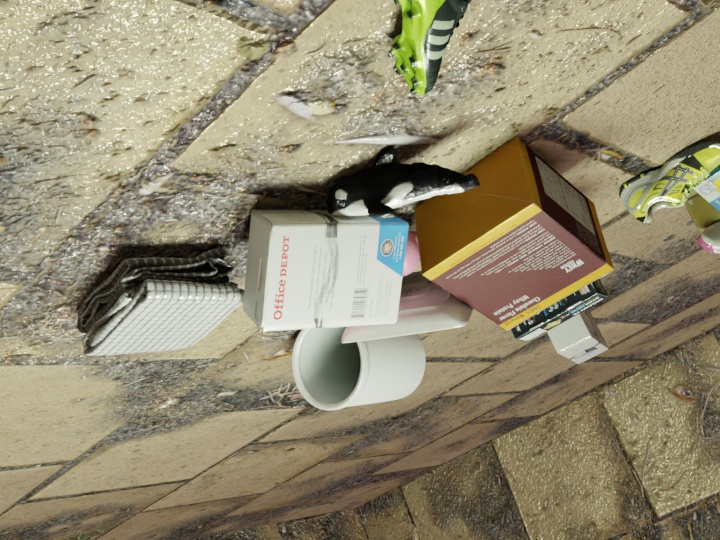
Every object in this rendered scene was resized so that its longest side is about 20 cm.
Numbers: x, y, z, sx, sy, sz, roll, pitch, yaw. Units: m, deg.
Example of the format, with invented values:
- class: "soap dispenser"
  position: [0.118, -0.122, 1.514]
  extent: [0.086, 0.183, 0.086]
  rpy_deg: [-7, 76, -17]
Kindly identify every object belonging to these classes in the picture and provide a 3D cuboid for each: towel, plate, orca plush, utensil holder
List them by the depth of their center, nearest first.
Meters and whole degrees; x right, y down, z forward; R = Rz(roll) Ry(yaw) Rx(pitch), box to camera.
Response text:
- class: "orca plush"
  position: [0.048, -0.119, 1.162]
  extent: [0.200, 0.071, 0.105]
  rpy_deg: [-1, -149, 25]
- class: "towel"
  position: [-0.278, 0.043, 1.249]
  extent: [0.166, 0.086, 0.200]
  rpy_deg: [1, 152, -40]
- class: "plate"
  position: [0.083, 0.043, 1.412]
  extent: [0.200, 0.032, 0.200]
  rpy_deg: [-9, -160, 21]
- class: "utensil holder"
  position: [0.001, 0.166, 1.686]
  extent: [0.170, 0.170, 0.200]
  rpy_deg: [-35, 158, 32]

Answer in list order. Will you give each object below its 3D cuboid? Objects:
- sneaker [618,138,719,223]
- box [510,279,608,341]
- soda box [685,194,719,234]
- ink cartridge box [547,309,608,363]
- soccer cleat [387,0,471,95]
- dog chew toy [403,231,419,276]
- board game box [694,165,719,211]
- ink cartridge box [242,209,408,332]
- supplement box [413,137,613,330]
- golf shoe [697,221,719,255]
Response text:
- class: "sneaker"
  position: [0.543, -0.150, 1.539]
  extent: [0.200, 0.076, 0.075]
  rpy_deg: [-33, 154, 26]
- class: "box"
  position: [0.284, -0.009, 1.472]
  extent: [0.159, 0.200, 0.046]
  rpy_deg: [-34, 154, 29]
- class: "soda box"
  position: [0.731, -0.144, 1.742]
  extent: [0.200, 0.064, 0.068]
  rpy_deg: [-28, 158, 17]
- class: "ink cartridge box"
  position: [0.461, 0.116, 2.005]
  extent: [0.086, 0.147, 0.200]
  rpy_deg: [-30, 157, 18]
- class: "soccer cleat"
  position: [0.073, -0.245, 0.905]
  extent: [0.081, 0.068, 0.200]
  rpy_deg: [-30, 160, -11]
- class: "dog chew toy"
  position: [0.000, 0.000, 1.357]
  extent: [0.200, 0.125, 0.125]
  rpy_deg: [-29, 159, -2]
- class: "board game box"
  position: [0.707, -0.166, 1.578]
  extent: [0.151, 0.047, 0.200]
  rpy_deg: [34, 132, -18]
- class: "ink cartridge box"
  position: [-0.048, -0.004, 1.218]
  extent: [0.200, 0.084, 0.145]
  rpy_deg: [-2, 108, -27]
- class: "supplement box"
  position: [0.219, -0.046, 1.322]
  extent: [0.197, 0.133, 0.200]
  rpy_deg: [-34, 131, 31]
- class: "golf shoe"
  position: [0.727, -0.087, 1.712]
  extent: [0.200, 0.075, 0.092]
  rpy_deg: [-14, 140, -18]
